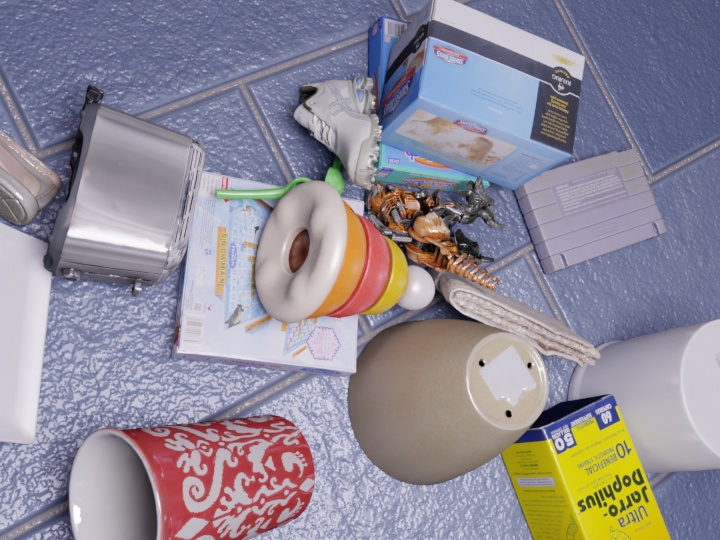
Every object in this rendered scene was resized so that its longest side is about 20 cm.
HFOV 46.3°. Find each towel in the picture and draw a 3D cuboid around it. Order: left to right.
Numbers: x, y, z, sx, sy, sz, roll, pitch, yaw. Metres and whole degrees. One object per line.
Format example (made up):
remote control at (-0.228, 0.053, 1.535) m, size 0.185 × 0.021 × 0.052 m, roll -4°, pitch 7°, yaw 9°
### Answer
towel at (0.172, 0.053, 0.980) m, size 0.198 × 0.133 × 0.035 m, roll 25°, pitch 96°, yaw -12°

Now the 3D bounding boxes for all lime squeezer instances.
lime squeezer at (-0.062, -0.100, 0.929) m, size 0.071 × 0.038 × 0.199 m, roll 45°, pitch 45°, yaw 20°

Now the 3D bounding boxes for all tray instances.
tray at (-0.342, 0.060, 0.801) m, size 0.022 × 0.107 × 0.203 m, roll -5°, pitch 74°, yaw 18°

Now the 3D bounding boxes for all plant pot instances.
plant pot at (0.105, 0.127, 0.891) m, size 0.185 × 0.200 × 0.190 m, roll 6°, pitch 74°, yaw -20°

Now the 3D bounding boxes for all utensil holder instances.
utensil holder at (0.370, 0.153, 0.989) m, size 0.168 × 0.200 × 0.172 m, roll 5°, pitch 75°, yaw -20°

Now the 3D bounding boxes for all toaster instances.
toaster at (-0.237, -0.077, 0.859) m, size 0.128 × 0.113 × 0.203 m, roll 15°, pitch 69°, yaw -21°

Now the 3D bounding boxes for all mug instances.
mug at (-0.159, 0.188, 0.790) m, size 0.177 × 0.134 × 0.199 m, roll 40°, pitch 24°, yaw 33°

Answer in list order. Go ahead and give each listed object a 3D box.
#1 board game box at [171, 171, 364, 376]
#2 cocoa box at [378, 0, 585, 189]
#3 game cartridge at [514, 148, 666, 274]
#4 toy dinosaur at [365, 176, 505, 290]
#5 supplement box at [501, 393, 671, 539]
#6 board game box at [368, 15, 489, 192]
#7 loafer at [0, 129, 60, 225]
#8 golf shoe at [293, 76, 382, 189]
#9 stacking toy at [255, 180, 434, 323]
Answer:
board game box at (-0.097, 0.006, 0.929) m, size 0.197 × 0.041 × 0.203 m, roll 10°, pitch 73°, yaw -19°
cocoa box at (0.136, -0.198, 0.974) m, size 0.198 × 0.133 × 0.133 m, roll 17°, pitch 72°, yaw -17°
game cartridge at (0.304, -0.083, 1.117) m, size 0.198 × 0.038 × 0.131 m, roll -16°, pitch 79°, yaw -24°
toy dinosaur at (0.086, -0.038, 0.967) m, size 0.135 × 0.102 × 0.201 m, roll -11°, pitch 62°, yaw -36°
supplement box at (0.256, 0.259, 0.966) m, size 0.108 × 0.109 × 0.202 m, roll -19°, pitch 84°, yaw -24°
board game box at (0.085, -0.204, 1.054) m, size 0.150 × 0.045 × 0.203 m, roll 7°, pitch 74°, yaw -20°
loafer at (-0.391, -0.133, 0.843) m, size 0.200 × 0.072 × 0.063 m, roll 46°, pitch 48°, yaw -12°
golf shoe at (-0.028, -0.155, 0.951) m, size 0.096 × 0.079 × 0.201 m, roll 3°, pitch 34°, yaw -9°
stacking toy at (0.000, 0.000, 0.898) m, size 0.198 × 0.145 × 0.148 m, roll 17°, pitch 69°, yaw -37°
